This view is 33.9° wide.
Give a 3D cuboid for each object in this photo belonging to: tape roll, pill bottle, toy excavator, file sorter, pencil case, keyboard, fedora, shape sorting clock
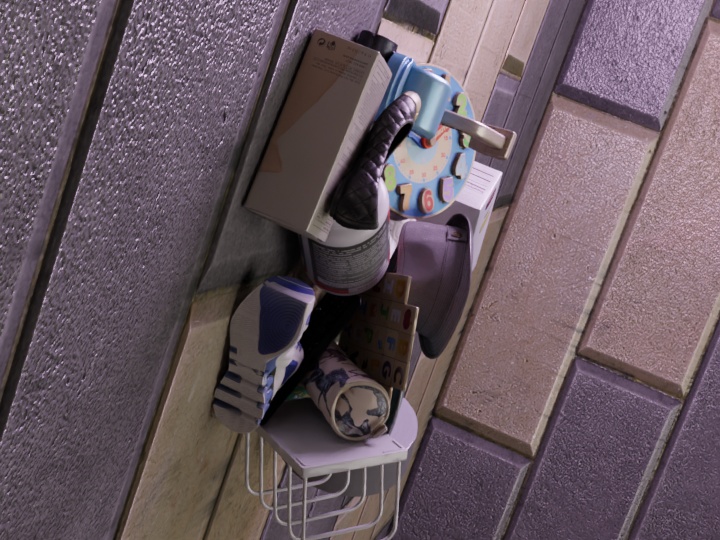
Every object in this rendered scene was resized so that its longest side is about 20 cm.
[{"bbox_3d":[-0.020,0.231,1.708,0.200,0.198,0.067,-51,159,-53],"label":"tape roll"},{"bbox_3d":[-0.021,-0.061,1.399,0.201,0.113,0.115,86,28,-64],"label":"pill bottle"},{"bbox_3d":[0.085,-0.191,1.431,0.101,0.198,0.194,-67,168,1],"label":"toy excavator"},{"bbox_3d":[-0.050,0.251,1.462,0.200,0.137,0.126,28,-60,60],"label":"file sorter"},{"bbox_3d":[-0.031,0.141,1.471,0.078,0.089,0.200,-49,-152,-1],"label":"pencil case"},{"bbox_3d":[-0.088,0.093,1.474,0.200,0.104,0.040,-50,120,-10],"label":"keyboard"},{"bbox_3d":[0.077,0.007,1.520,0.201,0.089,0.178,-83,-167,-49],"label":"fedora"},{"bbox_3d":[0.081,-0.167,1.538,0.198,0.039,0.203,-4,96,-39],"label":"shape sorting clock"}]

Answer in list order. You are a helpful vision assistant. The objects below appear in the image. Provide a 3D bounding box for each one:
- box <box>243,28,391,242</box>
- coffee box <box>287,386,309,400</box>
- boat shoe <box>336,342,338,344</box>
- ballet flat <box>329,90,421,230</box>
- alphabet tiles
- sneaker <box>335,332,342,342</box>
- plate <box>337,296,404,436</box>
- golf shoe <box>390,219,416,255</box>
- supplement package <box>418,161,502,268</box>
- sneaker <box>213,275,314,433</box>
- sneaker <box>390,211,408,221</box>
[{"bbox_3d":[-0.043,-0.140,1.252,0.095,0.077,0.202,35,77,-78],"label":"box"},{"bbox_3d":[-0.042,0.167,1.692,0.200,0.122,0.044,-53,164,-55],"label":"coffee box"},{"bbox_3d":[-0.033,0.065,1.696,0.200,0.073,0.067,-53,146,-49],"label":"boat shoe"},{"bbox_3d":[0.026,-0.117,1.273,0.067,0.056,0.201,101,14,-55],"label":"ballet flat"},{"bbox_3d":[0.018,0.085,1.480,0.200,0.006,0.169,11,-89,65],"label":"alphabet tiles"},{"bbox_3d":[0.000,0.000,1.598,0.077,0.084,0.203,-40,132,-65],"label":"sneaker"},{"bbox_3d":[0.017,0.136,1.519,0.200,0.025,0.203,-20,-112,62],"label":"plate"},{"bbox_3d":[0.031,-0.046,1.708,0.091,0.075,0.203,18,62,-39],"label":"golf shoe"},{"bbox_3d":[0.119,-0.078,1.881,0.111,0.154,0.201,-54,162,-45],"label":"supplement package"},{"bbox_3d":[-0.107,0.083,1.388,0.201,0.080,0.115,-67,173,28],"label":"sneaker"},{"bbox_3d":[0.032,-0.098,1.629,0.200,0.098,0.079,-22,91,-66],"label":"sneaker"}]
